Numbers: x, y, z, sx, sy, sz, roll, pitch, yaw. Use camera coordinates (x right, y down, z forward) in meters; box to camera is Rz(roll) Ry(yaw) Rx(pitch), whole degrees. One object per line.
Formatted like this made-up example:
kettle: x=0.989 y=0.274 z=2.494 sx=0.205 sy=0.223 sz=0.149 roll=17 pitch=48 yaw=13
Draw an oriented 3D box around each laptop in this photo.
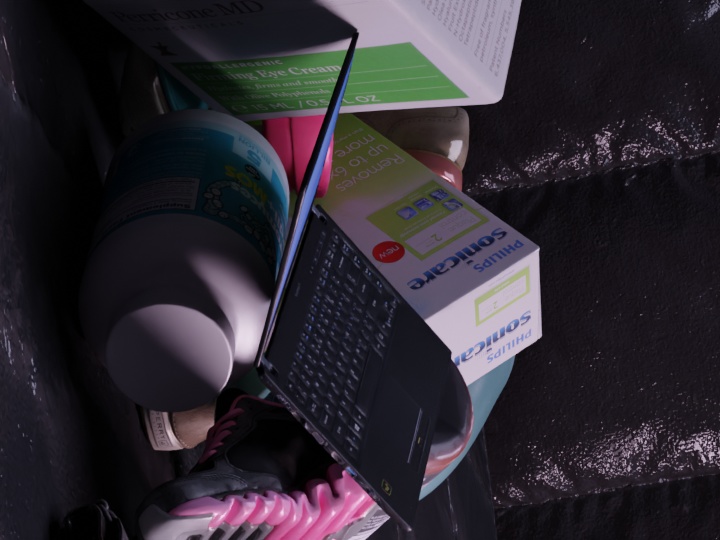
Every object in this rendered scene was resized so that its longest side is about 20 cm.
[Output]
laptop: x=0.011 y=0.005 z=1.477 sx=0.200 sy=0.103 sz=0.177 roll=48 pitch=29 yaw=-19

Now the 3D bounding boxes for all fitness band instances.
fitness band: x=-0.040 y=-0.135 z=1.752 sx=0.200 sy=0.037 sz=0.144 roll=-98 pitch=-168 yaw=-48

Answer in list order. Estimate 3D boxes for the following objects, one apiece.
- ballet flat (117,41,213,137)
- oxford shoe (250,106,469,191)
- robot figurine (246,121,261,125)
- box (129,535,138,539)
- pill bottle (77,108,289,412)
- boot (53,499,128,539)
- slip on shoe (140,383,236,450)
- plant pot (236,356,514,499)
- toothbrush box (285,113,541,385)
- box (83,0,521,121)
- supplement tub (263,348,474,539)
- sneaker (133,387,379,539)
ballet flat: x=-0.119 y=-0.090 z=1.691 sx=0.200 sy=0.062 sz=0.068 roll=53 pitch=32 yaw=-60
oxford shoe: x=-0.015 y=-0.088 z=1.921 sx=0.070 sy=0.200 sz=0.075 roll=65 pitch=36 yaw=-55
robot figurine: x=-0.038 y=-0.055 z=2.041 sx=0.176 sy=0.116 sz=0.200 roll=-97 pitch=174 yaw=-57
box: x=-0.042 y=0.240 z=1.517 sx=0.200 sy=0.048 sz=0.158 roll=46 pitch=-13 yaw=30
pill bottle: x=-0.099 y=-0.002 z=1.524 sx=0.200 sy=0.111 sz=0.111 roll=-87 pitch=165 yaw=-60
boot: x=-0.110 y=0.198 z=1.389 sx=0.200 sy=0.069 sz=0.174 roll=-99 pitch=170 yaw=-77
slip on shoe: x=-0.096 y=0.045 z=1.686 sx=0.200 sy=0.061 sz=0.076 roll=-82 pitch=162 yaw=-66
plant pot: x=-0.004 y=0.080 z=1.885 sx=0.161 sy=0.200 sz=0.201 roll=-66 pitch=148 yaw=-57
toothbrush box: x=0.000 y=0.000 z=1.772 sx=0.200 sy=0.146 sz=0.086 roll=39 pitch=-32 yaw=36
box: x=-0.021 y=-0.212 z=1.574 sx=0.171 sy=0.199 sz=0.200 roll=40 pitch=56 yaw=-50
supplement tub: x=-0.026 y=0.118 z=1.637 sx=0.200 sy=0.107 sz=0.107 roll=-44 pitch=-146 yaw=40
sneaker: x=-0.064 y=0.109 z=1.469 sx=0.200 sy=0.079 sz=0.095 roll=-7 pitch=57 yaw=-56
